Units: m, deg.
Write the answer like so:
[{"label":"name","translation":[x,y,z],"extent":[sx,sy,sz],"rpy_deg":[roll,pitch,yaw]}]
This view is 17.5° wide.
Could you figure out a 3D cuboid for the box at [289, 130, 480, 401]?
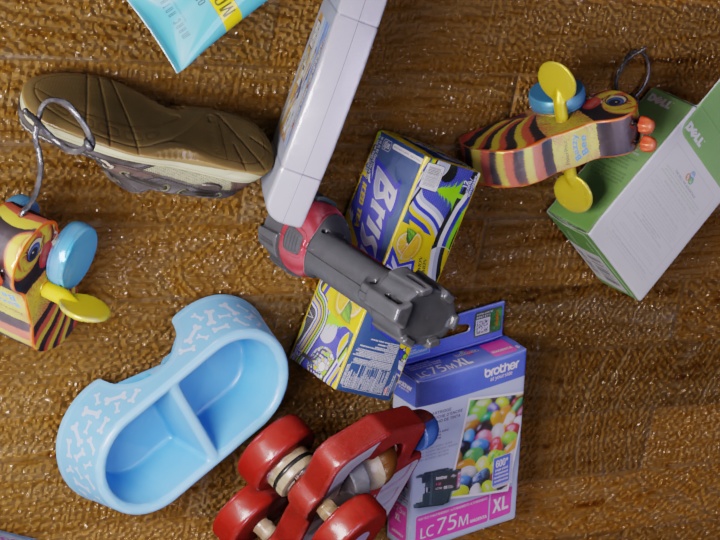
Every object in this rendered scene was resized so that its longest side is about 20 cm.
[{"label":"box","translation":[0.019,-0.004,1.862],"extent":[0.064,0.070,0.201],"rpy_deg":[15,101,-41]}]

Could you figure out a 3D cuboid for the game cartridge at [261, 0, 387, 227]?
[{"label":"game cartridge","translation":[-0.027,-0.137,1.729],"extent":[0.041,0.133,0.201],"rpy_deg":[20,99,-5]}]

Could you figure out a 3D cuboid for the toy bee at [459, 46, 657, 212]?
[{"label":"toy bee","translation":[0.184,-0.122,1.908],"extent":[0.200,0.109,0.131],"rpy_deg":[-45,128,-11]}]

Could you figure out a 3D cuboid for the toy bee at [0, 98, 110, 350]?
[{"label":"toy bee","translation":[-0.244,-0.010,1.626],"extent":[0.109,0.130,0.201],"rpy_deg":[-50,137,-40]}]

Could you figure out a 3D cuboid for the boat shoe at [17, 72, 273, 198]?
[{"label":"boat shoe","translation":[-0.160,-0.087,1.689],"extent":[0.199,0.074,0.065],"rpy_deg":[15,135,-27]}]

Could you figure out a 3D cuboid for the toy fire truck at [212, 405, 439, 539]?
[{"label":"toy fire truck","translation":[-0.014,0.176,1.873],"extent":[0.168,0.112,0.201],"rpy_deg":[-31,157,-39]}]

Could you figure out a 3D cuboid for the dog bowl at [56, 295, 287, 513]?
[{"label":"dog bowl","translation":[-0.139,0.108,1.800],"extent":[0.200,0.050,0.112],"rpy_deg":[-39,129,-16]}]

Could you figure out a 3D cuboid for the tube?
[{"label":"tube","translation":[-0.077,-0.228,1.702],"extent":[0.199,0.050,0.078],"rpy_deg":[-36,88,-17]}]

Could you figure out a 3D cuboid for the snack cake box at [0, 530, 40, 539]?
[{"label":"snack cake box","translation":[-0.323,0.243,1.725],"extent":[0.199,0.067,0.116],"rpy_deg":[20,97,-40]}]

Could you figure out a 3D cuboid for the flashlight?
[{"label":"flashlight","translation":[0.000,0.000,1.764],"extent":[0.068,0.200,0.068],"rpy_deg":[-39,130,-16]}]

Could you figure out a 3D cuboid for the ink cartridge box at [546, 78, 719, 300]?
[{"label":"ink cartridge box","translation":[0.262,-0.085,2.014],"extent":[0.200,0.059,0.104],"rpy_deg":[-49,131,-8]}]

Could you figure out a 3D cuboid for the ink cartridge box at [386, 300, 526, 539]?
[{"label":"ink cartridge box","translation":[0.083,0.134,1.997],"extent":[0.119,0.042,0.201],"rpy_deg":[-14,117,-32]}]
